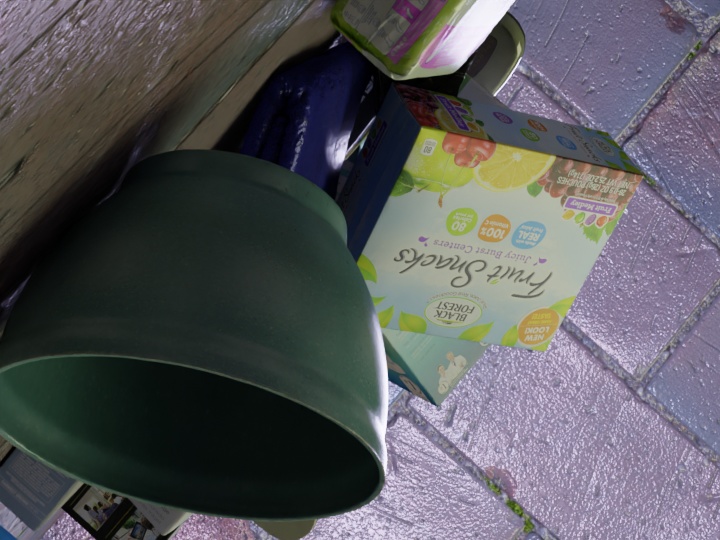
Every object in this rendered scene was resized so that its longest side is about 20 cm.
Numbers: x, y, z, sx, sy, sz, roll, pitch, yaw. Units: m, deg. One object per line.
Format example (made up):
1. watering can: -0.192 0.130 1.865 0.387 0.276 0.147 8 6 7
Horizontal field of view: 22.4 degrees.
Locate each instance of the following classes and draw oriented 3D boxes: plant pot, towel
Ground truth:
1. plant pot: -0.075 0.026 0.901 0.200 0.199 0.135 131 -27 -60
2. towel: -0.047 -0.080 1.239 0.200 0.049 0.149 -48 155 -72

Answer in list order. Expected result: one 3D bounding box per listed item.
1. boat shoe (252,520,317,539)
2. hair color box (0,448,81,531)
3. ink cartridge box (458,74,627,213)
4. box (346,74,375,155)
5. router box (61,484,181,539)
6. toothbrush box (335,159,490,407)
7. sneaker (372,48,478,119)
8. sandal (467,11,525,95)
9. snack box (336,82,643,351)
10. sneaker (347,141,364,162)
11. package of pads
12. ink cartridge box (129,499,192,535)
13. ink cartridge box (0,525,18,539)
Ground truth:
1. boat shoe: -0.088 0.115 1.406 0.074 0.202 0.063 -39 169 21
2. hair color box: -0.218 0.115 1.511 0.200 0.061 0.099 -48 180 24
3. ink cartridge box: 0.116 -0.090 1.465 0.067 0.200 0.117 -51 180 7
4. box: 0.006 -0.152 1.530 0.200 0.049 0.161 -50 -177 47
5. router box: -0.186 0.146 1.604 0.200 0.149 0.051 -48 179 15
6. toothbrush box: 0.000 0.000 1.468 0.085 0.200 0.146 -49 -141 -13
7. sneaker: 0.034 -0.153 1.324 0.075 0.088 0.201 -10 136 -16
8. sandal: 0.071 -0.138 1.563 0.202 0.079 0.057 -62 -178 33
9. snack box: 0.082 -0.034 1.337 0.169 0.199 0.068 -63 -146 26
10. sneaker: 0.010 -0.137 1.813 0.200 0.074 0.082 -50 -177 -9
11. package of pads: 0.077 -0.210 1.119 0.200 0.068 0.154 -51 172 16
12. ink cartridge box: -0.123 0.072 1.302 0.083 0.145 0.200 -37 171 -48
13. ink cartridge box: -0.331 0.263 1.324 0.145 0.085 0.200 -49 -179 8
